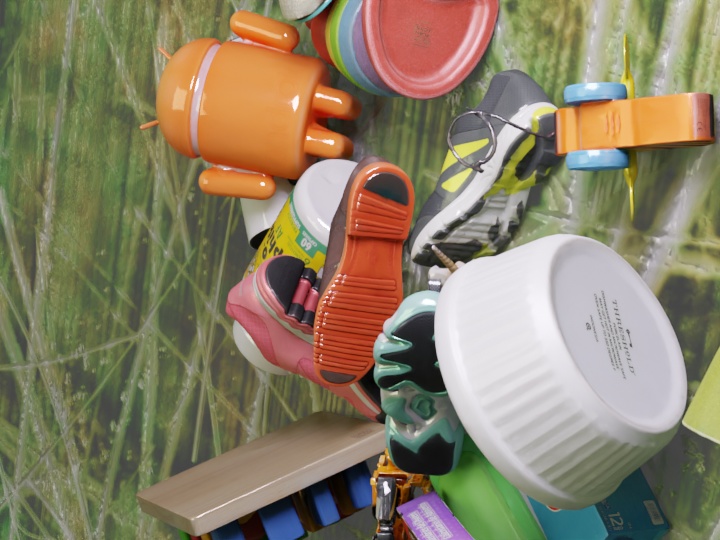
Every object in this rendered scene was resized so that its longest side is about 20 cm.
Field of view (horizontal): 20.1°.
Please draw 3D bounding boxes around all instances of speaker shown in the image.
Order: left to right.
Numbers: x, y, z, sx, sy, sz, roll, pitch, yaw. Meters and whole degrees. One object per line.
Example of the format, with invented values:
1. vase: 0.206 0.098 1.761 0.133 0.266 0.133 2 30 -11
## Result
1. speaker: -0.088 -0.122 1.966 0.081 0.081 0.201 -36 60 52
2. speaker: 0.124 0.208 1.636 0.201 0.088 0.089 61 138 37

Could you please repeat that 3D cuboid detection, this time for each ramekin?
1. ramekin: 0.154 0.066 1.490 0.094 0.202 0.203 -33 62 35

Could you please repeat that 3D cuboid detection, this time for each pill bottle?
1. pill bottle: -0.043 0.003 1.869 0.200 0.112 0.113 -57 45 41

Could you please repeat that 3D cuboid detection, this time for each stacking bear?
1. stacking bear: 0.018 -0.211 1.782 0.200 0.121 0.115 21 98 66

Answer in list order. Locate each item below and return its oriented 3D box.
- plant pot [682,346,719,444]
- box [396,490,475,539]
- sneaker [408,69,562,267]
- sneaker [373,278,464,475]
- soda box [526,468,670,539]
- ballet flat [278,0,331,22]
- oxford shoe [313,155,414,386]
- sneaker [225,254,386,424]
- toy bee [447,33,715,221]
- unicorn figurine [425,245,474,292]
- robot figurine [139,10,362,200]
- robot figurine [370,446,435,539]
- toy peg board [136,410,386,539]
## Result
1. plant pot: 0.321 0.032 1.264 0.187 0.186 0.201 22 94 55
2. box: 0.094 0.286 1.609 0.137 0.039 0.201 -140 26 -75
3. sneaker: 0.102 -0.082 1.689 0.200 0.074 0.085 -50 44 34
4. sneaker: 0.054 0.051 1.601 0.201 0.077 0.140 94 -175 -48
5. soda box: 0.161 0.139 1.594 0.068 0.064 0.201 -57 45 41
6. ballet flat: -0.056 -0.265 1.810 0.067 0.062 0.200 -43 12 8
7. oxford shoe: 0.000 0.000 1.738 0.073 0.071 0.201 -127 51 -69
8. sneaker: -0.039 0.067 1.815 0.087 0.200 0.074 -25 30 40
9. toy bee: 0.185 -0.114 1.539 0.199 0.108 0.132 22 102 29
10. unicorn figurine: 0.070 0.060 1.743 0.137 0.074 0.201 9 114 57
11. robot figurine: -0.101 -0.152 1.875 0.117 0.199 0.145 -66 -16 -48
12. robot figurine: 0.041 0.244 1.734 0.145 0.058 0.201 -61 -30 -72
13. toy peg board: -0.075 0.216 1.841 0.098 0.199 0.199 69 161 -8
